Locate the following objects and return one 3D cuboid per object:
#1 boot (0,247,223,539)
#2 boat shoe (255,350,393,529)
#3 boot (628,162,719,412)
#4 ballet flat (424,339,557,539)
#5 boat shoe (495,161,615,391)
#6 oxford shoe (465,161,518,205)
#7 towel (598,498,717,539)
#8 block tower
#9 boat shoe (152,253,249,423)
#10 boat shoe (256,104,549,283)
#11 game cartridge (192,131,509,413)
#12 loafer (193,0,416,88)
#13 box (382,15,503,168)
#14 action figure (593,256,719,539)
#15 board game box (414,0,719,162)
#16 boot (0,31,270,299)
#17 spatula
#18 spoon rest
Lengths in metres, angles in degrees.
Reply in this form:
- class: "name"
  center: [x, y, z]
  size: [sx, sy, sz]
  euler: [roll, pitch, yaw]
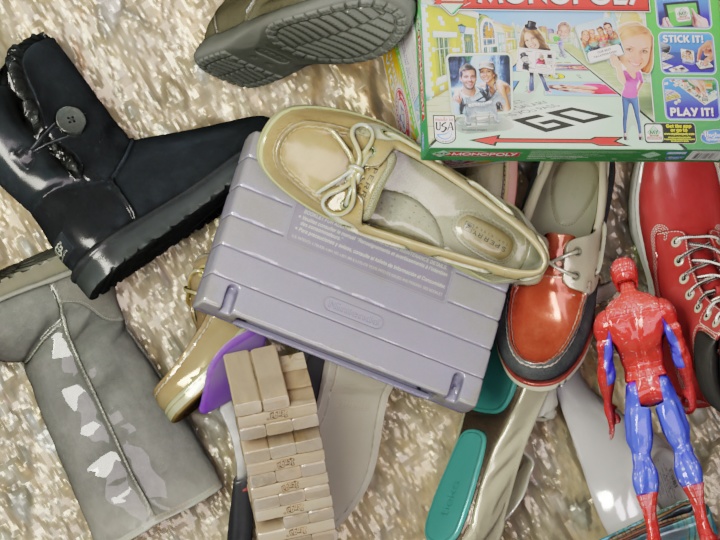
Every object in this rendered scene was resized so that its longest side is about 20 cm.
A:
- class: "boot"
  center: [-0.207, 0.095, 1.635]
  size: [0.181, 0.073, 0.201]
  euler: [-22, 102, -11]
- class: "boat shoe"
  center: [-0.024, 0.101, 1.671]
  size: [0.072, 0.063, 0.201]
  euler: [14, 108, -24]
- class: "boot"
  center: [0.241, -0.002, 1.679]
  size: [0.072, 0.144, 0.202]
  euler: [-5, 92, -11]
- class: "ballet flat"
  center: [0.101, 0.110, 1.701]
  size: [0.069, 0.069, 0.201]
  euler: [20, 89, -11]
- class: "boat shoe"
  center: [0.135, -0.014, 1.657]
  size: [0.071, 0.063, 0.201]
  euler: [13, 60, 7]
- class: "oxford shoe"
  center: [0.059, -0.013, 1.681]
  size: [0.073, 0.071, 0.201]
  euler: [17, 86, -4]
- class: "towel"
  center: [0.198, 0.265, 1.701]
  size: [0.146, 0.022, 0.201]
  euler: [-23, 120, -9]
- class: "block tower"
  center: [-0.048, 0.145, 1.608]
  size: [0.054, 0.058, 0.201]
  euler: [-11, 128, -4]
- class: "boat shoe"
  center: [-0.085, 0.013, 1.649]
  size: [0.066, 0.074, 0.200]
  euler: [37, 67, 0]
- class: "boat shoe"
  center: [0.029, -0.047, 1.561]
  size: [0.200, 0.063, 0.074]
  euler: [29, 88, -15]
- class: "game cartridge"
  center: [0.000, 0.000, 1.599]
  size: [0.199, 0.038, 0.130]
  euler: [22, 66, -14]
- class: "loafer"
  center: [-0.039, -0.175, 1.602]
  size: [0.075, 0.199, 0.070]
  euler: [25, 68, -37]
- class: "box"
  center: [0.068, -0.179, 1.630]
  size: [0.101, 0.113, 0.201]
  euler: [-9, 75, -11]
- class: "action figure"
  center: [0.196, 0.090, 1.640]
  size: [0.065, 0.052, 0.201]
  euler: [-11, 86, 7]
- class: "board game box"
  center: [0.134, -0.137, 1.556]
  size: [0.198, 0.029, 0.136]
  euler: [0, 75, -10]
- class: "boot"
  center: [-0.162, -0.096, 1.625]
  size: [0.200, 0.076, 0.168]
  euler: [-35, 83, -30]
- class: "spatula"
  center: [-0.083, 0.123, 1.634]
  size: [0.056, 0.020, 0.201]
  euler: [-30, 132, -40]
- class: "spoon rest"
  center: [0.180, 0.111, 1.710]
  size: [0.099, 0.060, 0.201]
  euler: [-20, 94, -51]
